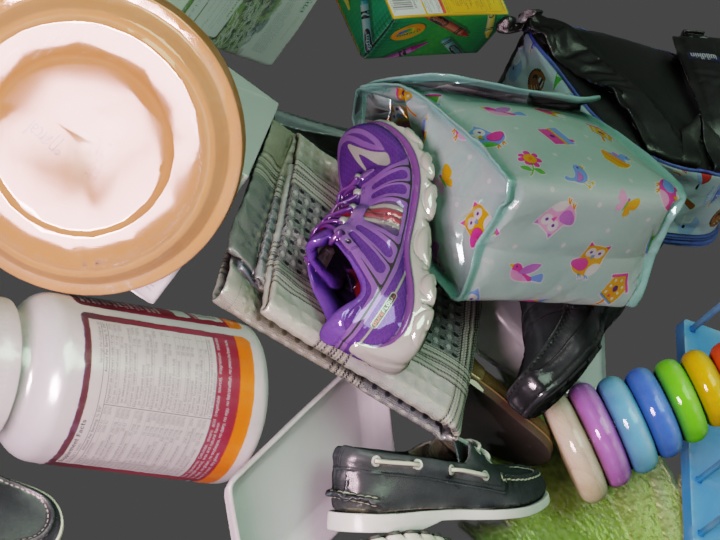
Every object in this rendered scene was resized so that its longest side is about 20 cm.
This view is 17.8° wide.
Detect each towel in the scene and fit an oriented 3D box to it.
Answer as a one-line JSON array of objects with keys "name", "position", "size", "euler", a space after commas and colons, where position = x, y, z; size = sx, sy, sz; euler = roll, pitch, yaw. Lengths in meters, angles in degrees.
[{"name": "towel", "position": [0.000, 0.000, 1.576], "size": [0.200, 0.035, 0.193], "euler": [31, 41, -16]}]

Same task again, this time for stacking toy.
[{"name": "stacking toy", "position": [0.235, 0.090, 1.664], "size": [0.200, 0.085, 0.086], "euler": [-25, 71, 1]}]

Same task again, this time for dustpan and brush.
[{"name": "dustpan and brush", "position": [0.087, 0.014, 1.720], "size": [0.200, 0.057, 0.140], "euler": [23, 49, -27]}]

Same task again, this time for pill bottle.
[{"name": "pill bottle", "position": [-0.168, 0.073, 1.468], "size": [0.200, 0.110, 0.110], "euler": [10, 55, -28]}]

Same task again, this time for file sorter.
[{"name": "file sorter", "position": [0.333, 0.117, 1.753], "size": [0.138, 0.123, 0.200], "euler": [19, 52, -20]}]

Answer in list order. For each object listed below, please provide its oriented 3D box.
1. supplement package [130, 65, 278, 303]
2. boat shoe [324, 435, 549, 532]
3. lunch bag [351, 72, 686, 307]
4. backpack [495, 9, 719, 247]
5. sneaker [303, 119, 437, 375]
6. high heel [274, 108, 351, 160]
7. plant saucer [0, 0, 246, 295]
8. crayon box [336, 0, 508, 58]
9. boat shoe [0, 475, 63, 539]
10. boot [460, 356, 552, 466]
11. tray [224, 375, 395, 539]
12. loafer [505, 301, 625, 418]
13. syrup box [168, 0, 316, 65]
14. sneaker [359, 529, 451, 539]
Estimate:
[{"name": "supplement package", "position": [-0.156, -0.091, 1.531], "size": [0.156, 0.111, 0.200], "euler": [36, 16, -7]}, {"name": "boat shoe", "position": [0.058, 0.141, 1.571], "size": [0.200, 0.075, 0.061], "euler": [-2, 93, -49]}, {"name": "lunch bag", "position": [0.103, -0.070, 1.624], "size": [0.170, 0.122, 0.200], "euler": [4, 32, -34]}, {"name": "backpack", "position": [0.205, -0.098, 1.778], "size": [0.200, 0.154, 0.191], "euler": [3, 30, -28]}, {"name": "sneaker", "position": [0.002, -0.027, 1.522], "size": [0.083, 0.081, 0.200], "euler": [19, 44, -23]}, {"name": "high heel", "position": [-0.005, -0.033, 1.669], "size": [0.142, 0.071, 0.200], "euler": [15, 45, -18]}, {"name": "plant saucer", "position": [-0.171, -0.080, 1.414], "size": [0.200, 0.200, 0.032], "euler": [37, 16, -6]}, {"name": "crayon box", "position": [0.025, -0.270, 1.859], "size": [0.119, 0.058, 0.200], "euler": [-7, 64, -36]}, {"name": "boat shoe", "position": [-0.270, 0.137, 1.395], "size": [0.200, 0.062, 0.075], "euler": [17, 51, -24]}, {"name": "boot", "position": [0.066, 0.061, 1.646], "size": [0.200, 0.074, 0.076], "euler": [39, 54, -7]}, {"name": "tray", "position": [-0.036, 0.135, 1.527], "size": [0.200, 0.022, 0.108], "euler": [-42, 131, -50]}, {"name": "loafer", "position": [0.141, 0.038, 1.658], "size": [0.070, 0.068, 0.201], "euler": [39, 37, 0]}, {"name": "syrup box", "position": [-0.104, -0.212, 1.651], "size": [0.081, 0.079, 0.200], "euler": [40, 11, 15]}, {"name": "sneaker", "position": [0.048, 0.227, 1.529], "size": [0.200, 0.078, 0.090], "euler": [7, 63, -27]}]
